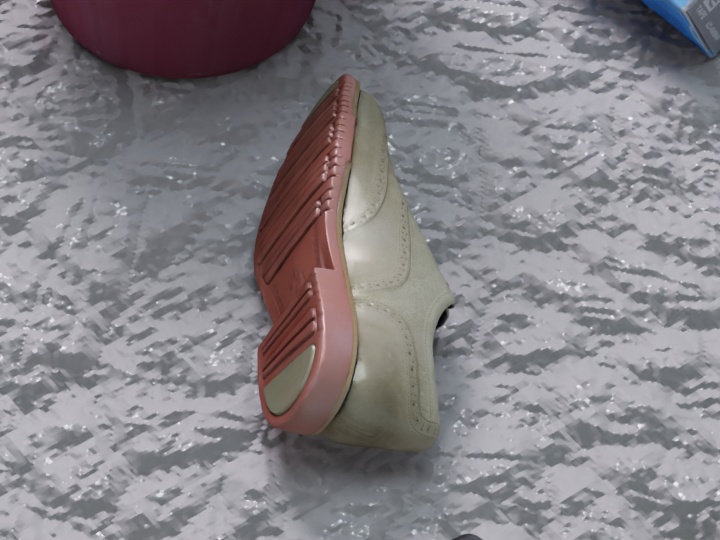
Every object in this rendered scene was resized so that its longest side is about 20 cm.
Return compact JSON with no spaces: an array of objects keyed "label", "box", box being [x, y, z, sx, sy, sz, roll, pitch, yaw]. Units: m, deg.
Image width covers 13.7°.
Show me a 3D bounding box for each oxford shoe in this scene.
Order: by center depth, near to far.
[{"label":"oxford shoe","box":[0.000,0.000,1.278,0.074,0.071,0.200,22,45,-20]}]

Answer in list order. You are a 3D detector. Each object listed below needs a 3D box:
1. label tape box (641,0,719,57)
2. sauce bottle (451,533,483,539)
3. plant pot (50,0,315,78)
[{"label":"label tape box","box":[0.175,-0.223,1.415,0.200,0.066,0.143,-47,62,-1]},{"label":"sauce bottle","box":[-0.033,0.157,1.127,0.200,0.065,0.065,-22,54,-22]},{"label":"plant pot","box":[-0.078,-0.192,1.349,0.200,0.179,0.200,3,49,-4]}]
